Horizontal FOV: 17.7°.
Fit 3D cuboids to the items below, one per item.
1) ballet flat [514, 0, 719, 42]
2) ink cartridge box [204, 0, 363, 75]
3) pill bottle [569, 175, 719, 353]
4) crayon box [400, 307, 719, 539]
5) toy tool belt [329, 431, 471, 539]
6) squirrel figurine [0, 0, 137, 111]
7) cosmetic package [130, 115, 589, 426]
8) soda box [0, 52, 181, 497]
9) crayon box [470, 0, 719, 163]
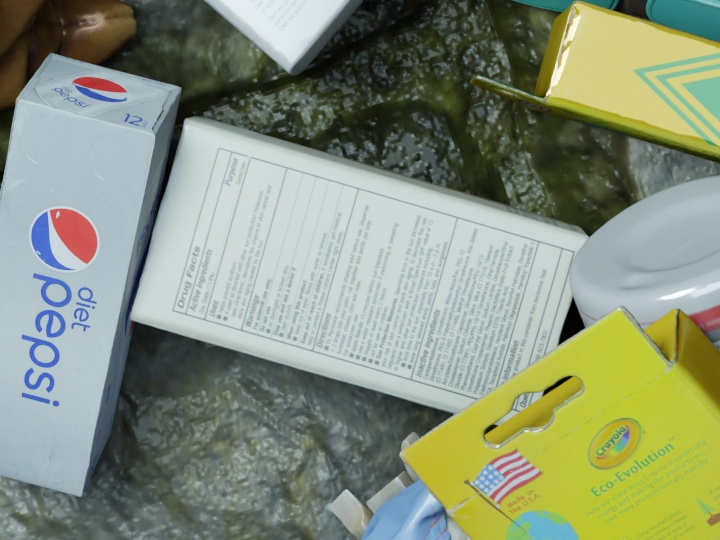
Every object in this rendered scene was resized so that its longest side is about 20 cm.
[{"bbox_3d":[0.136,-0.155,1.125,0.199,0.071,0.065,16,67,-3],"label":"ballet flat"},{"bbox_3d":[-0.061,-0.213,1.105,0.200,0.084,0.146,41,93,-1],"label":"ink cartridge box"},{"bbox_3d":[0.182,0.067,1.070,0.114,0.114,0.200,-23,112,2],"label":"pill bottle"},{"bbox_3d":[0.130,0.107,0.997,0.127,0.051,0.200,-35,107,25],"label":"crayon box"},{"bbox_3d":[0.031,0.138,1.105,0.123,0.125,0.200,43,108,0],"label":"toy tool belt"},{"bbox_3d":[-0.222,-0.120,1.063,0.200,0.187,0.142,-34,93,3],"label":"squirrel figurine"},{"bbox_3d":[0.000,0.000,1.117,0.199,0.087,0.104,17,95,-1],"label":"cosmetic package"},{"bbox_3d":[-0.140,0.004,1.098,0.068,0.063,0.200,14,116,1],"label":"soda box"},{"bbox_3d":[0.154,-0.082,1.089,0.199,0.127,0.051,16,93,-1],"label":"crayon box"}]
